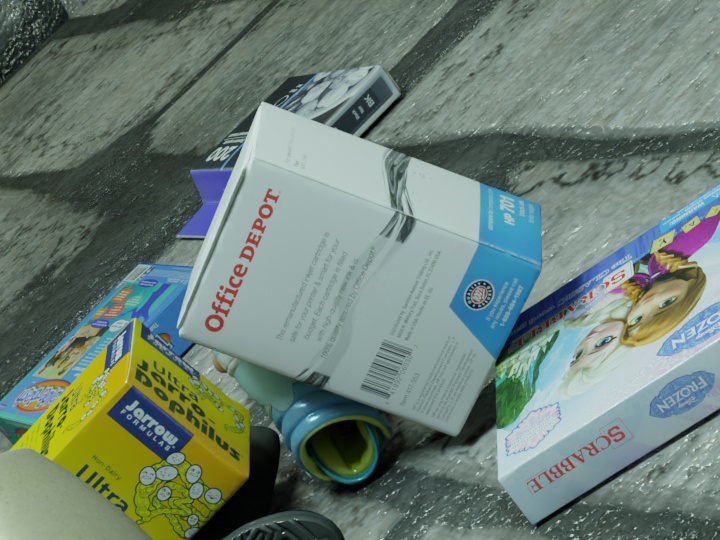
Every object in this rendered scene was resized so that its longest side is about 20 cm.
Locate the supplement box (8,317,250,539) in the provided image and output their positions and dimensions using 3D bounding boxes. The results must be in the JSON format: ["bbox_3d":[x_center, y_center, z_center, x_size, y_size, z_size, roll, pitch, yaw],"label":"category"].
[{"bbox_3d":[-0.178,0.152,1.693,0.200,0.109,0.110,-47,16,14],"label":"supplement box"}]

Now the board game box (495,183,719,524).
[{"bbox_3d":[0.173,0.043,1.554,0.199,0.041,0.200,-34,19,16],"label":"board game box"}]

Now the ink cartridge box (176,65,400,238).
[{"bbox_3d":[-0.079,-0.110,2.368,0.200,0.043,0.198,-47,21,-19],"label":"ink cartridge box"}]

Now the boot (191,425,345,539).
[{"bbox_3d":[-0.072,0.168,1.705,0.164,0.066,0.200,-31,16,18],"label":"boot"}]

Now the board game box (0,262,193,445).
[{"bbox_3d":[-0.219,0.077,2.198,0.200,0.045,0.152,-45,20,-18],"label":"board game box"}]

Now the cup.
[{"bbox_3d":[-0.199,0.187,1.438,0.199,0.144,0.200,-28,-9,-5],"label":"cup"}]

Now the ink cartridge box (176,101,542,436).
[{"bbox_3d":[0.000,0.000,1.627,0.086,0.199,0.147,-81,14,-59],"label":"ink cartridge box"}]

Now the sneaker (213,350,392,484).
[{"bbox_3d":[-0.013,0.091,1.754,0.080,0.131,0.200,-44,-21,22],"label":"sneaker"}]

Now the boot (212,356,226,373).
[{"bbox_3d":[-0.065,0.046,1.932,0.155,0.077,0.200,-22,24,39],"label":"boot"}]
